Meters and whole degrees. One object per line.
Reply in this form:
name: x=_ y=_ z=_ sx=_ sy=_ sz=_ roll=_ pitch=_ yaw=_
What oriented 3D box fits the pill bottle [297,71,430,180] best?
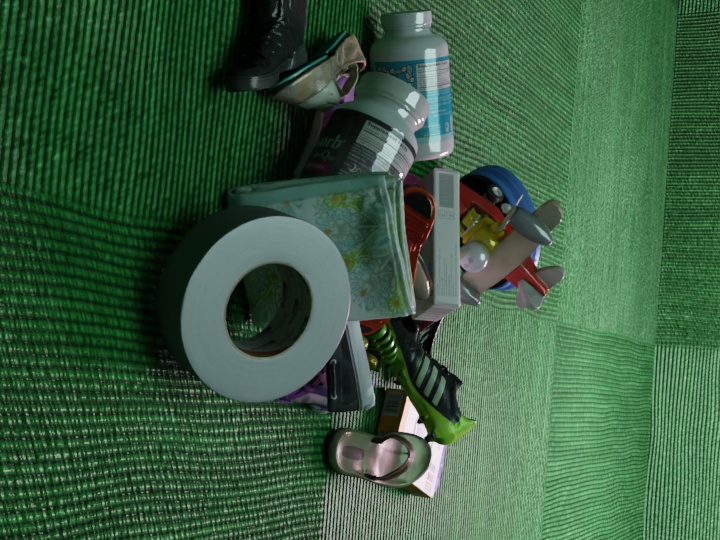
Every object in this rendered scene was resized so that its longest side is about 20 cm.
pill bottle: x=0.000 y=-0.131 z=1.352 sx=0.200 sy=0.116 sz=0.116 roll=-63 pitch=147 yaw=-13

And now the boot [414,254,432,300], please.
boot: x=0.000 y=0.000 z=1.456 sx=0.146 sy=0.070 sz=0.200 roll=-46 pitch=115 yaw=-27

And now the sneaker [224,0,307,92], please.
sneaker: x=-0.106 y=-0.274 z=1.270 sx=0.200 sy=0.060 sz=0.104 roll=-49 pitch=136 yaw=-58

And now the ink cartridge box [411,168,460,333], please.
ink cartridge box: x=0.096 y=-0.024 z=1.628 sx=0.176 sy=0.045 sz=0.200 roll=135 pitch=-41 yaw=-67

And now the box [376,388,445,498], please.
box: x=0.079 y=0.268 z=1.707 sx=0.200 sy=0.041 sz=0.119 roll=50 pitch=50 yaw=-56

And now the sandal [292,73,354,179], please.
sandal: x=-0.031 y=-0.159 z=1.433 sx=0.082 sy=0.050 sz=0.203 roll=52 pitch=49 yaw=-52

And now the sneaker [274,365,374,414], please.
sneaker: x=-0.046 y=0.135 z=1.393 sx=0.200 sy=0.088 sz=0.081 roll=29 pitch=68 yaw=-59

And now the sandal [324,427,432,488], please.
sandal: x=0.035 y=0.260 z=1.550 sx=0.201 sy=0.057 sz=0.080 roll=13 pitch=74 yaw=-47

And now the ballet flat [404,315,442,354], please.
ballet flat: x=0.103 y=0.090 z=1.715 sx=0.066 sy=0.057 sz=0.200 roll=54 pitch=46 yaw=-50

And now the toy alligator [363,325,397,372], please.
toy alligator: x=0.011 y=0.077 z=1.536 sx=0.059 sy=0.054 sz=0.200 roll=-67 pitch=147 yaw=-36

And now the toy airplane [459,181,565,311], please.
toy airplane: x=0.196 y=-0.021 z=1.630 sx=0.141 sy=0.199 sz=0.200 roll=-24 pitch=121 yaw=-50

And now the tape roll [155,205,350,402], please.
tape roll: x=-0.111 y=0.034 z=1.180 sx=0.200 sy=0.066 sz=0.201 roll=-10 pitch=108 yaw=-31

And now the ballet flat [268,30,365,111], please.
ballet flat: x=-0.043 y=-0.235 z=1.374 sx=0.067 sy=0.068 sz=0.200 roll=58 pitch=38 yaw=-14

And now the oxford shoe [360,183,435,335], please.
oxford shoe: x=0.036 y=-0.014 z=1.400 sx=0.200 sy=0.071 sz=0.073 roll=-63 pitch=-167 yaw=10

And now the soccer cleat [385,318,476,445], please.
soccer cleat: x=0.095 y=0.154 z=1.619 sx=0.081 sy=0.068 sz=0.200 roll=-24 pitch=83 yaw=-21

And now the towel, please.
towel: x=-0.042 y=-0.021 z=1.267 sx=0.048 sy=0.200 sz=0.172 roll=-65 pitch=148 yaw=-67

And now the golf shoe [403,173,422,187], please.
golf shoe: x=0.047 y=-0.038 z=1.594 sx=0.092 sy=0.075 sz=0.200 roll=57 pitch=46 yaw=-68

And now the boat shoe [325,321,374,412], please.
boat shoe: x=-0.037 y=0.075 z=1.341 sx=0.070 sy=0.066 sz=0.200 roll=123 pitch=-46 yaw=-73

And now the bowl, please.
bowl: x=0.204 y=-0.064 z=1.767 sx=0.039 sy=0.201 sz=0.201 roll=-14 pitch=107 yaw=-30

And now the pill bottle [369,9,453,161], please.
pill bottle: x=0.070 y=-0.257 z=1.559 sx=0.111 sy=0.111 sz=0.200 roll=-29 pitch=118 yaw=-59
